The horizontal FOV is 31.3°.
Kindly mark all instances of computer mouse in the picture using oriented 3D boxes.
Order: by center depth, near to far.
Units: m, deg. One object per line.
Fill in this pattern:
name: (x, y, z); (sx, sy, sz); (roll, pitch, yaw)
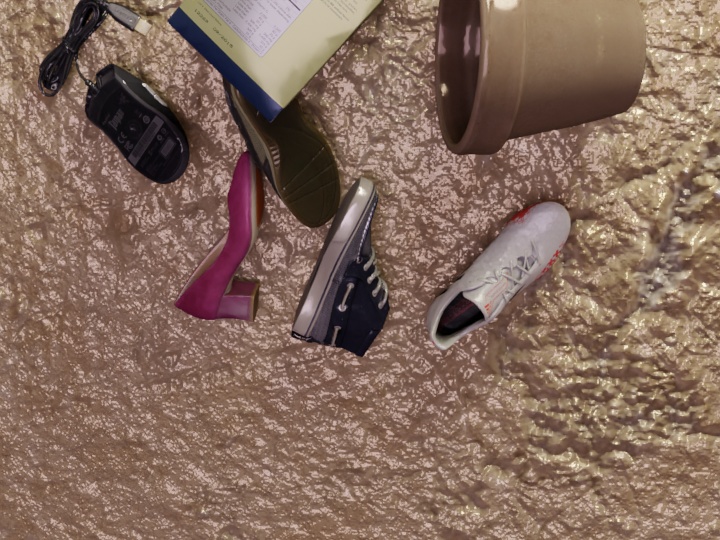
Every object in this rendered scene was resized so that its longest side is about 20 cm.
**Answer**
computer mouse: (-0.239, -0.197, 1.363); (0.199, 0.046, 0.141); (39, 117, 7)

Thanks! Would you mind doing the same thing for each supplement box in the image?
supplement box: (-0.047, -0.278, 1.212); (0.134, 0.200, 0.200); (43, 112, -8)

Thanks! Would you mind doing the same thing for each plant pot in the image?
plant pot: (0.172, -0.211, 1.221); (0.172, 0.201, 0.203); (-1, 111, -8)

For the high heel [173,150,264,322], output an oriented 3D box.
high heel: (-0.156, -0.037, 1.398); (0.094, 0.068, 0.203); (7, 121, 5)

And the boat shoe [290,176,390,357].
boat shoe: (0.000, 0.000, 1.385); (0.092, 0.075, 0.202); (21, 119, -7)

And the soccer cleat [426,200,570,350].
soccer cleat: (0.144, 0.009, 1.347); (0.069, 0.085, 0.200); (44, 112, -8)

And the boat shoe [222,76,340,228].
boat shoe: (-0.083, -0.137, 1.346); (0.071, 0.066, 0.202); (-37, 124, -12)
